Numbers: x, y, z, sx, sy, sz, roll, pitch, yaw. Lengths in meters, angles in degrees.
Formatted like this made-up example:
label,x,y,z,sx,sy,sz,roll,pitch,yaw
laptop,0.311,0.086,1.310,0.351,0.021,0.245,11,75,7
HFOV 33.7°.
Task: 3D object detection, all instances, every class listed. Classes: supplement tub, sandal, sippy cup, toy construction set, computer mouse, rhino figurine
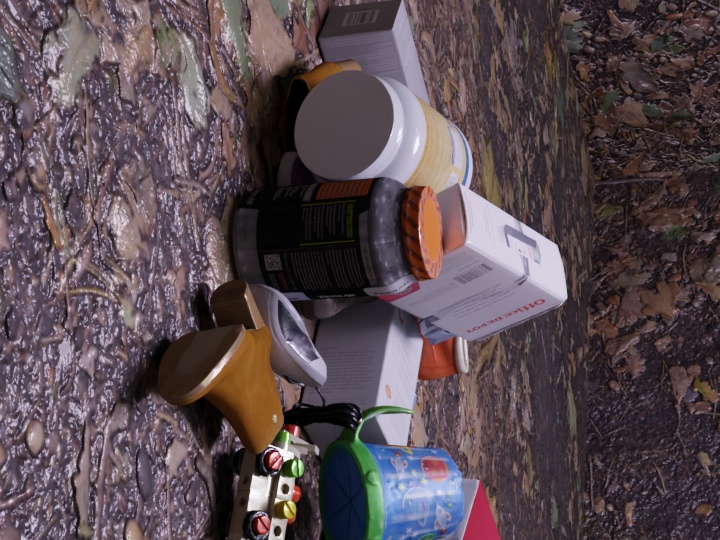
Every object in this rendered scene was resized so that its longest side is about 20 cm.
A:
label,x,y,z,sx,sy,sz,roll,pitch,yaw
supplement tub,0.028,-0.134,1.344,0.200,0.144,0.145,24,63,-60
supplement tub,-0.021,-0.032,1.235,0.123,0.200,0.123,-3,90,-71
sandal,-0.046,-0.069,1.395,0.203,0.050,0.083,49,49,-63
sippy cup,0.038,0.248,1.303,0.140,0.130,0.178,-121,-141,-48
toy construction set,-0.077,0.239,1.183,0.131,0.092,0.200,27,49,-40
computer mouse,-0.077,0.098,1.242,0.044,0.110,0.200,-51,126,-32
rhino figurine,0.000,0.000,1.393,0.200,0.060,0.088,-17,114,-34

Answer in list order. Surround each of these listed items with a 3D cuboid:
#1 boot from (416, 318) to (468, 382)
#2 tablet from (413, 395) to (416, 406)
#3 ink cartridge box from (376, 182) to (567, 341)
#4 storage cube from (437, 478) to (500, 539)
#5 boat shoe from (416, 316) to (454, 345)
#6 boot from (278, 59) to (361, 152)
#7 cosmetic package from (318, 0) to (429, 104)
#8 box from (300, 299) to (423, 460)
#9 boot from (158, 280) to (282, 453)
label,x,y,z,sx,sy,sz,roll,pitch,yaw
boot,0.111,0.063,1.768,0.075,0.107,0.200,-1,85,-70
tablet,0.024,0.224,1.545,0.200,0.014,0.130,-68,153,-25
ink cartridge box,0.120,-0.003,1.354,0.200,0.146,0.085,28,47,-42
storage cube,0.066,0.368,1.430,0.200,0.171,0.180,-65,146,-42
boat shoe,0.098,0.044,1.538,0.202,0.075,0.086,24,43,-74
boot,-0.045,-0.149,1.425,0.144,0.071,0.202,-37,131,-53
cosmetic package,0.025,-0.246,1.570,0.090,0.107,0.200,-75,155,-46
box,0.005,0.129,1.442,0.124,0.097,0.200,67,26,-45
boot,-0.116,0.113,1.096,0.201,0.071,0.144,-69,147,-62
